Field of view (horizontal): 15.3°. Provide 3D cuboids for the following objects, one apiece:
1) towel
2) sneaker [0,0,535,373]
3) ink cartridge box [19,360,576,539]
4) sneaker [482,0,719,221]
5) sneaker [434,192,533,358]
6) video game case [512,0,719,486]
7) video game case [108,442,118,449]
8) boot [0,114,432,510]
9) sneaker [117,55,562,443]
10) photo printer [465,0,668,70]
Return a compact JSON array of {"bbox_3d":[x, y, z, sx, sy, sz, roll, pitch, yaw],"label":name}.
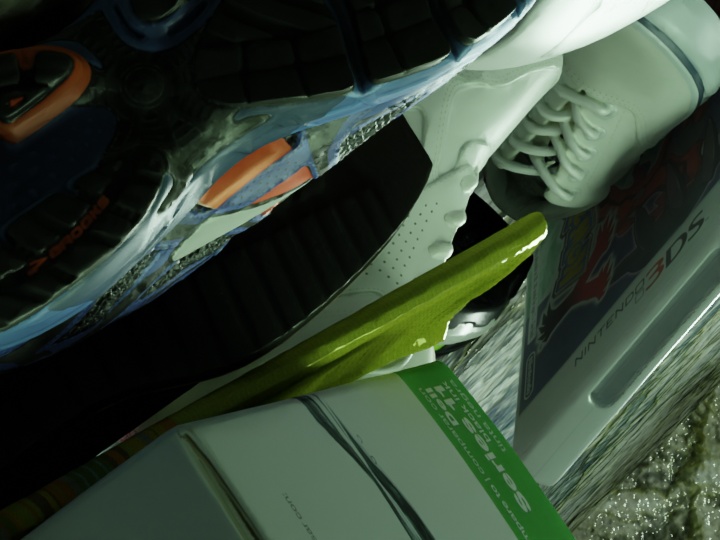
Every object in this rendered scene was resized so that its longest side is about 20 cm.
[{"bbox_3d":[-0.039,0.044,0.714,0.200,0.018,0.086,-29,176,-28],"label":"towel"},{"bbox_3d":[-0.040,-0.041,0.645,0.200,0.075,0.078,-31,167,-17],"label":"sneaker"},{"bbox_3d":[-0.040,0.101,0.690,0.147,0.083,0.200,-37,171,16],"label":"ink cartridge box"},{"bbox_3d":[0.083,-0.059,0.964,0.071,0.073,0.200,-55,172,-11],"label":"sneaker"},{"bbox_3d":[0.010,0.016,0.992,0.083,0.072,0.200,-46,168,14],"label":"sneaker"},{"bbox_3d":[0.118,-0.040,1.044,0.182,0.023,0.200,-53,-163,35],"label":"video game case"},{"bbox_3d":[-0.118,0.151,0.927,0.143,0.017,0.200,-14,122,-60],"label":"video game case"},{"bbox_3d":[-0.076,0.019,0.739,0.200,0.078,0.138,-30,171,-6],"label":"boot"},{"bbox_3d":[0.000,0.000,0.831,0.200,0.099,0.078,-41,168,-15],"label":"sneaker"},{"bbox_3d":[0.089,-0.140,0.726,0.166,0.069,0.200,-30,162,-52],"label":"photo printer"}]
